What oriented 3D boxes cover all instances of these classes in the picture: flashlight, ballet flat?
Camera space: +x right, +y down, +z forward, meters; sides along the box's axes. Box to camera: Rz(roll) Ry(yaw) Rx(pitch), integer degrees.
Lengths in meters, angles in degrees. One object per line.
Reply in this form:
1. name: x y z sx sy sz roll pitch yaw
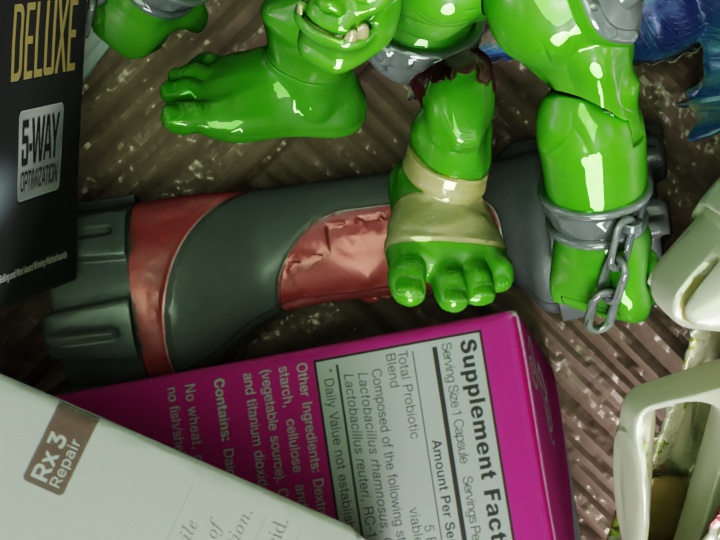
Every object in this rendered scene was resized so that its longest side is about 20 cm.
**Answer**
1. flashlight: 0.000 0.000 0.928 0.199 0.068 0.068 -6 104 7
2. ballet flat: 0.111 0.028 0.851 0.064 0.076 0.201 2 112 -20

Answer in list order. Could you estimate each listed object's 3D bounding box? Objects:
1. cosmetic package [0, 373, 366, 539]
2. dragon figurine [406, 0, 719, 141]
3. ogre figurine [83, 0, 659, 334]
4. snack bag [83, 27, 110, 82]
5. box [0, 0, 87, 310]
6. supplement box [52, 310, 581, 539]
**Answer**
1. cosmetic package: -0.101 0.087 0.844 0.199 0.074 0.102 21 80 13
2. dragon figurine: 0.113 -0.078 0.901 0.200 0.059 0.100 -35 100 12
3. ogre figurine: 0.008 -0.074 0.863 0.200 0.098 0.120 45 139 32
4. snack bag: -0.121 -0.164 0.917 0.200 0.021 0.189 41 104 -7
5. box: -0.127 -0.064 0.805 0.050 0.200 0.159 6 98 11
6. supplement box: -0.032 0.087 0.922 0.199 0.101 0.104 -9 76 7
